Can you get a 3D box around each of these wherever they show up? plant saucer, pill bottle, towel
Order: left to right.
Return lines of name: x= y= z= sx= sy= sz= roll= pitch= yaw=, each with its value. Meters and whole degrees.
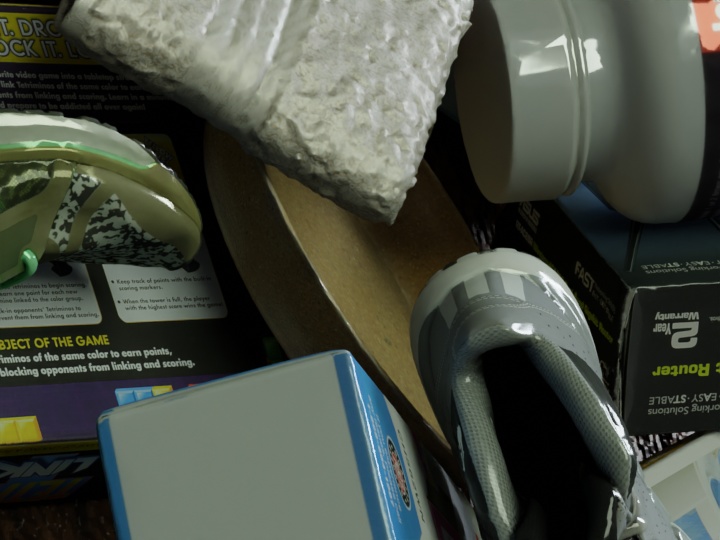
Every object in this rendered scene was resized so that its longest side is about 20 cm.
towel: x=-0.018 y=-0.117 z=1.019 sx=0.132 sy=0.034 sz=0.200 roll=30 pitch=47 yaw=-14
plant saucer: x=0.000 y=0.000 z=1.063 sx=0.200 sy=0.035 sz=0.200 roll=50 pitch=18 yaw=-24
pill bottle: x=0.139 y=-0.076 z=1.091 sx=0.199 sy=0.111 sz=0.112 roll=-7 pitch=66 yaw=-11

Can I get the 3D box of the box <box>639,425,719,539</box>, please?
box: x=0.126 y=0.123 z=1.114 sx=0.200 sy=0.101 sz=0.113 roll=-23 pitch=81 yaw=-47

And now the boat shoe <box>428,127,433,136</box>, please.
boat shoe: x=-0.025 y=-0.133 z=1.165 sx=0.200 sy=0.072 sz=0.065 roll=60 pitch=21 yaw=-5

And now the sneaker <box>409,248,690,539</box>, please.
sneaker: x=0.071 y=0.096 z=0.936 sx=0.200 sy=0.075 sz=0.116 roll=62 pitch=4 yaw=-11

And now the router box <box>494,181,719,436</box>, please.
router box: x=0.166 y=0.000 z=1.144 sx=0.199 sy=0.062 sz=0.150 roll=-4 pitch=24 yaw=-14

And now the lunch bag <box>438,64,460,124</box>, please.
lunch bag: x=0.089 y=-0.134 z=1.261 sx=0.160 sy=0.077 sz=0.200 roll=34 pitch=46 yaw=-21

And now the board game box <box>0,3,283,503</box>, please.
board game box: x=-0.132 y=-0.007 z=1.001 sx=0.200 sy=0.057 sz=0.166 roll=-1 pitch=63 yaw=-42

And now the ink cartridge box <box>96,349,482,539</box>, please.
ink cartridge box: x=-0.004 y=0.126 z=0.935 sx=0.200 sy=0.084 sz=0.145 roll=57 pitch=19 yaw=-68

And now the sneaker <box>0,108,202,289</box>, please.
sneaker: x=-0.139 y=-0.002 z=0.912 sx=0.200 sy=0.077 sz=0.089 roll=6 pitch=73 yaw=-33
